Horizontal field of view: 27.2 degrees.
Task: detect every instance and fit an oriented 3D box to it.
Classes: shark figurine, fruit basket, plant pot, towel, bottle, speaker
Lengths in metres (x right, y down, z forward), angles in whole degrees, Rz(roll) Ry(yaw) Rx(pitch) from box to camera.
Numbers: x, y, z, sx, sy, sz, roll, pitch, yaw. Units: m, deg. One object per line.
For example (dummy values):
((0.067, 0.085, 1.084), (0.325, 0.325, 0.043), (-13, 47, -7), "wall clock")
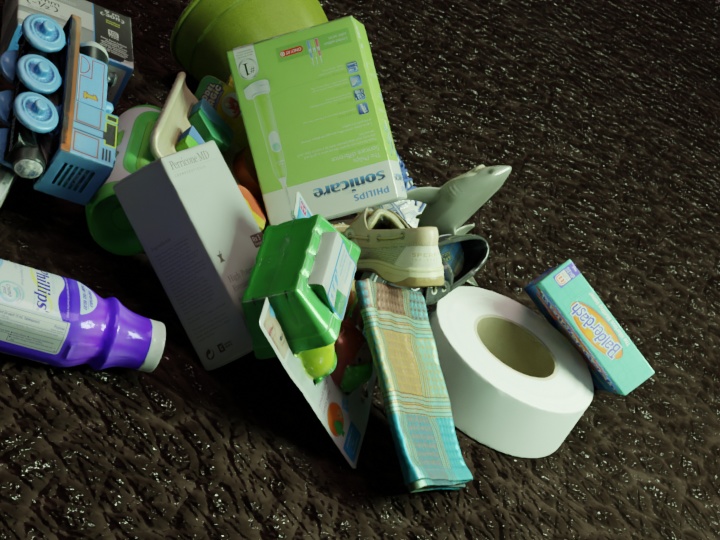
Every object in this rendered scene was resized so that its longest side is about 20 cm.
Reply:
((0.102, -0.037, 1.728), (0.127, 0.215, 0.090), (-13, 66, -14), "shark figurine")
((-0.026, 0.053, 1.404), (0.200, 0.093, 0.186), (54, 33, -31), "fruit basket")
((-0.101, -0.248, 1.839), (0.200, 0.200, 0.194), (-10, 60, -52), "plant pot")
((0.052, 0.110, 1.415), (0.146, 0.022, 0.202), (14, 59, -65), "towel")
((-0.269, 0.043, 1.300), (0.199, 0.066, 0.084), (18, 29, -25), "bottle")
((-0.233, -0.097, 1.546), (0.088, 0.089, 0.201), (24, 28, -14), "speaker")

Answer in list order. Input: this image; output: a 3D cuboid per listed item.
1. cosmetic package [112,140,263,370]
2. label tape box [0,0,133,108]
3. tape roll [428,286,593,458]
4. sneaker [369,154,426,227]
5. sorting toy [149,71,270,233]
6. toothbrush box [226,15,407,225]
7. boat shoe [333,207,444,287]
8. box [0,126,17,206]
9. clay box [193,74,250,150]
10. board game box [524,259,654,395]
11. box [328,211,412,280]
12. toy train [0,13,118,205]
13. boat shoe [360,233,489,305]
((-0.144, -0.016, 1.433), (0.201, 0.074, 0.102), (63, 30, -2), "cosmetic package")
((-0.348, -0.286, 1.764), (0.142, 0.066, 0.201), (19, 32, -23), "label tape box")
((0.153, 0.108, 1.617), (0.201, 0.071, 0.203), (24, 28, -13), "tape roll")
((0.035, -0.101, 1.821), (0.199, 0.088, 0.075), (29, 25, -7), "sneaker")
((-0.147, -0.106, 1.600), (0.201, 0.036, 0.186), (54, 18, -21), "sorting toy")
((-0.046, -0.157, 1.612), (0.086, 0.144, 0.202), (-10, 85, -81), "toothbrush box")
((0.022, -0.031, 1.487), (0.072, 0.066, 0.200), (-4, 12, -26), "boat shoe")
((-0.411, -0.097, 1.405), (0.157, 0.049, 0.201), (27, 28, -12), "box")
((-0.109, -0.142, 1.713), (0.199, 0.115, 0.048), (28, 27, -8), "clay box")
((0.253, 0.065, 1.674), (0.153, 0.045, 0.200), (54, -1, 3), "board game box")
((0.000, 0.000, 1.638), (0.100, 0.075, 0.199), (44, 28, 22), "box")
((-0.296, -0.163, 1.462), (0.114, 0.087, 0.201), (20, 46, -28), "toy train")
((0.074, 0.005, 1.584), (0.199, 0.066, 0.071), (-23, 98, -51), "boat shoe")
